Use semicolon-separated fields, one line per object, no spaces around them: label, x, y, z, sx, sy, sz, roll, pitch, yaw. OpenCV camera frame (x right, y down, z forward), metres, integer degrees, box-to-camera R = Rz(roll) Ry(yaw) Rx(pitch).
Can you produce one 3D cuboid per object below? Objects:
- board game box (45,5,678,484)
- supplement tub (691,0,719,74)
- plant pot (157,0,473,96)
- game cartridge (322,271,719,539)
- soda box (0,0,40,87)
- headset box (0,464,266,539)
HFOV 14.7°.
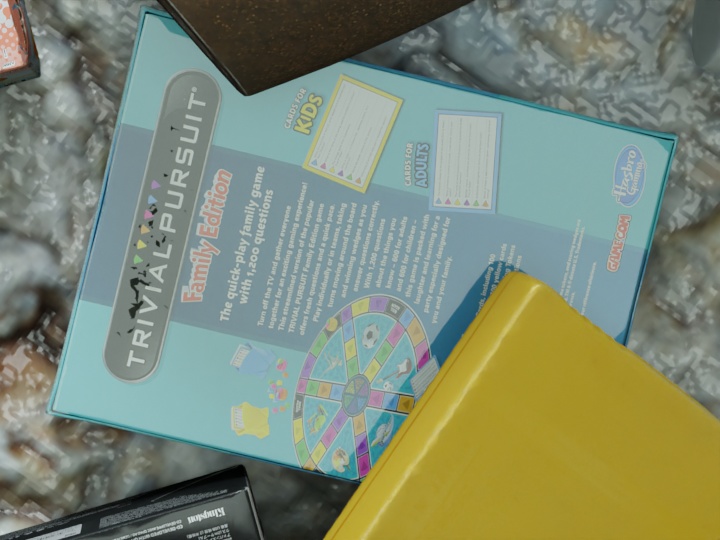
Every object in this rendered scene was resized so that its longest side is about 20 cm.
board game box;0.000;0.000;1.023;0.200;0.047;0.151;14;93;-4
supplement tub;0.230;-0.104;0.983;0.200;0.145;0.146;15;92;-4
plant pot;0.006;-0.158;0.945;0.200;0.187;0.187;-41;94;-1
game cartridge;0.078;0.125;1.002;0.200;0.032;0.176;38;84;-24
soda box;-0.218;-0.074;0.996;0.200;0.068;0.064;-15;91;-3
headset box;-0.084;0.189;1.013;0.149;0.077;0.200;-17;95;-3
